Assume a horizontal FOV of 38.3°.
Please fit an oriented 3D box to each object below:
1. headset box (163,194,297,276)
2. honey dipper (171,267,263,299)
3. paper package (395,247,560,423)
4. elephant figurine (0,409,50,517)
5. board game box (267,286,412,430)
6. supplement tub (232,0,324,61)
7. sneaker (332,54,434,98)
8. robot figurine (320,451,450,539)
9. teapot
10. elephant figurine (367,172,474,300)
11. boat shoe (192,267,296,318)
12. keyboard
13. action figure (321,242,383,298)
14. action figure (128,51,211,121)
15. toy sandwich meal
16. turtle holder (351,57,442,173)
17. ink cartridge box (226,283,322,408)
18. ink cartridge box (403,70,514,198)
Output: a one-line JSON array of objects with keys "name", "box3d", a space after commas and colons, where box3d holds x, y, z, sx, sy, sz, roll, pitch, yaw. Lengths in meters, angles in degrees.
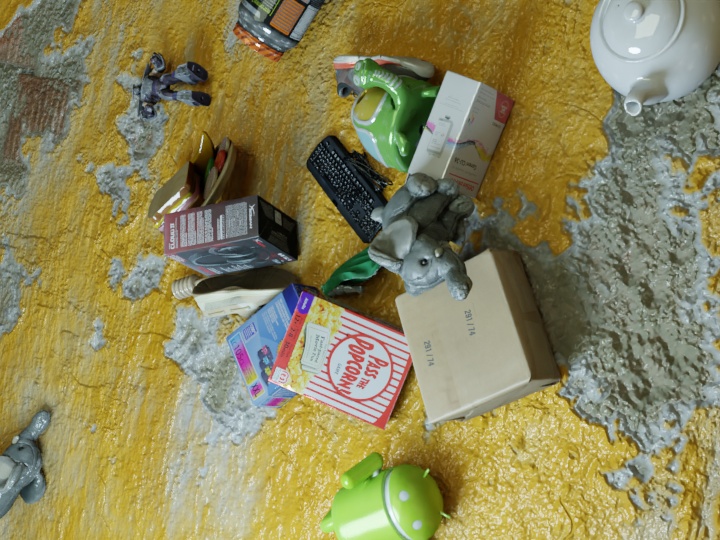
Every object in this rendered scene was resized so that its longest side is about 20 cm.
[{"name": "headset box", "box3d": [-0.224, -0.053, 1.739, 0.197, 0.149, 0.078, -11, 71, 19]}, {"name": "honey dipper", "box3d": [-0.250, 0.012, 1.845, 0.198, 0.038, 0.039, -15, 76, 29]}, {"name": "paper package", "box3d": [0.166, 0.098, 1.504, 0.189, 0.103, 0.202, -28, 70, 30]}, {"name": "elephant figurine", "box3d": [-0.683, 0.397, 2.036, 0.198, 0.142, 0.157, -26, 98, 13]}, {"name": "board game box", "box3d": [-0.024, 0.135, 1.605, 0.198, 0.046, 0.153, 22, 97, 1]}, {"name": "supplement tub", "box3d": [-0.127, -0.467, 1.768, 0.123, 0.122, 0.201, 45, 108, 30]}, {"name": "sneaker", "box3d": [0.038, -0.304, 1.673, 0.198, 0.076, 0.083, 12, 104, 43]}, {"name": "robot figurine", "box3d": [0.037, 0.360, 1.549, 0.198, 0.116, 0.177, -26, 92, 28]}, {"name": "teapot", "box3d": [0.385, -0.330, 1.382, 0.198, 0.145, 0.201, -48, 60, 20]}, {"name": "elephant figurine", "box3d": [0.081, -0.028, 1.454, 0.156, 0.140, 0.202, 116, 171, -54]}, {"name": "boat shoe", "box3d": [-0.193, 0.044, 1.786, 0.197, 0.072, 0.066, -7, 120, 22]}, {"name": "keyboard", "box3d": [-0.020, -0.147, 1.702, 0.104, 0.039, 0.201, -49, 61, 20]}, {"name": "action figure", "box3d": [0.000, 0.000, 1.644, 0.055, 0.118, 0.199, 48, 139, -12]}, {"name": "action figure", "box3d": [-0.370, -0.346, 1.954, 0.198, 0.069, 0.132, 2, 90, 38]}, {"name": "toy sandwich meal", "box3d": [-0.297, -0.156, 1.828, 0.205, 0.070, 0.206, -45, 27, 30]}, {"name": "turtle holder", "box3d": [0.047, -0.230, 1.577, 0.131, 0.185, 0.143, 23, 98, 33]}, {"name": "ink cartridge box", "box3d": [-0.112, 0.116, 1.711, 0.199, 0.076, 0.137, -38, 64, 23]}, {"name": "ink cartridge box", "box3d": [0.144, -0.181, 1.547, 0.067, 0.116, 0.202, 27, 100, 33]}]
